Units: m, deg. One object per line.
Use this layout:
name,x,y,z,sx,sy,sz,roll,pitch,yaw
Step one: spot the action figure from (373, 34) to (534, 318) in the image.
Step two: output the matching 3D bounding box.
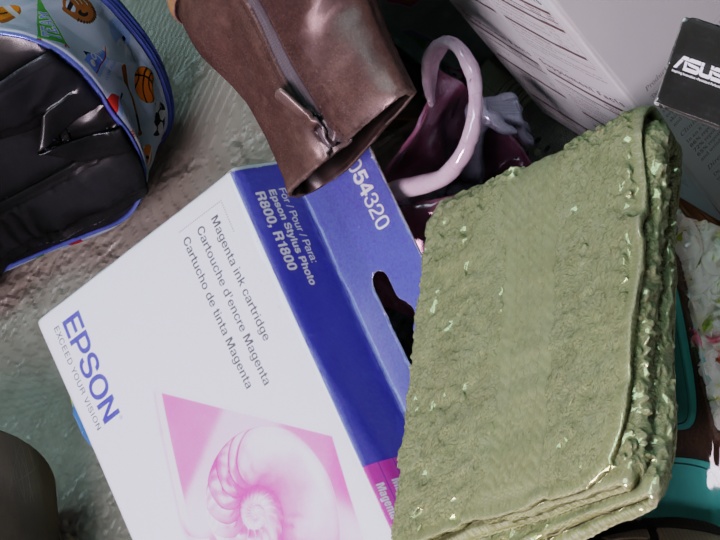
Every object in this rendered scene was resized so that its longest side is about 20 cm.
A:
action figure,0.000,0.000,1.349,0.199,0.149,0.134,-21,55,14

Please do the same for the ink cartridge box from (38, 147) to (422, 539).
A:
ink cartridge box,-0.043,0.059,1.315,0.200,0.043,0.197,-37,69,32

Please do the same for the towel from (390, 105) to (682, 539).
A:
towel,0.078,0.035,1.199,0.148,0.036,0.201,-24,49,39

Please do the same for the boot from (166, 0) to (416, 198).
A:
boot,-0.012,-0.149,1.251,0.200,0.072,0.167,-46,67,43

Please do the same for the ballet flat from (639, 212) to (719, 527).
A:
ballet flat,0.159,0.072,1.235,0.076,0.064,0.201,8,105,58

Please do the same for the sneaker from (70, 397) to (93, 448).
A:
sneaker,-0.079,0.100,1.409,0.200,0.105,0.076,18,75,45

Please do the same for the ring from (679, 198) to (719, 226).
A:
ring,0.224,-0.093,1.348,0.200,0.019,0.201,-21,51,28

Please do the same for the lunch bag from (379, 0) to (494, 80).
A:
lunch bag,0.055,-0.225,1.496,0.170,0.122,0.200,-38,44,15

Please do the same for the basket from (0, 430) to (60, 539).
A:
basket,-0.217,0.191,1.449,0.180,0.136,0.201,-28,45,30

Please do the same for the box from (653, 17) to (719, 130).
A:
box,0.253,-0.045,1.154,0.200,0.193,0.048,25,102,40

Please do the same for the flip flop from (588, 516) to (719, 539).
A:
flip flop,0.075,0.155,1.192,0.199,0.081,0.058,-25,89,23

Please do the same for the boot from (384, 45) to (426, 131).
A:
boot,-0.012,-0.083,1.440,0.074,0.200,0.076,42,101,4

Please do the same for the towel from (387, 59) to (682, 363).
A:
towel,0.060,0.008,1.414,0.200,0.035,0.193,-51,41,4

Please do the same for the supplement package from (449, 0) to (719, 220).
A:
supplement package,0.128,-0.159,1.303,0.152,0.200,0.151,-49,42,-5

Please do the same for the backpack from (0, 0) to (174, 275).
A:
backpack,-0.203,-0.092,1.592,0.190,0.200,0.154,-8,45,32
